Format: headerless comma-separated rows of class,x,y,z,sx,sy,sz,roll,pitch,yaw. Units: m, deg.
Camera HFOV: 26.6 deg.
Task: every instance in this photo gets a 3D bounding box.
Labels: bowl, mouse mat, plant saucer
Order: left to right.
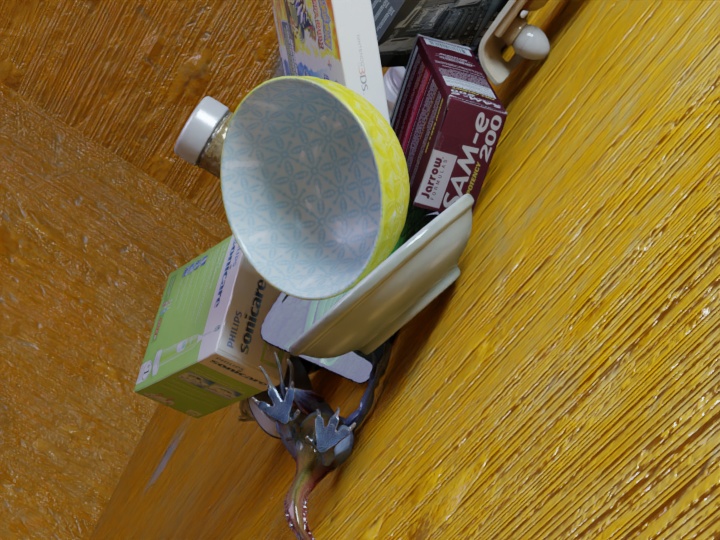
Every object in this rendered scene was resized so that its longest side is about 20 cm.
bowl,-0.022,-0.082,1.384,0.107,0.201,0.201,-16,-29,-47
mouse mat,0.000,0.000,1.446,0.160,0.008,0.201,19,76,43
plant saucer,0.029,0.018,1.267,0.200,0.050,0.200,-40,-2,-2

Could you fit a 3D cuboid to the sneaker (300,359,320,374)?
sneaker,-0.023,0.036,1.649,0.201,0.087,0.076,102,148,-45

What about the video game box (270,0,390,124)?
video game box,-0.031,-0.201,1.502,0.182,0.046,0.202,24,127,63

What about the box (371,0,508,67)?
box,0.092,-0.287,1.495,0.157,0.050,0.200,-9,-33,-42

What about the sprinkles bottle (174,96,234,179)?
sprinkles bottle,-0.089,-0.097,1.542,0.069,0.199,0.068,-58,3,5

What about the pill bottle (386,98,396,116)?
pill bottle,0.014,-0.116,1.652,0.199,0.111,0.111,-38,11,9

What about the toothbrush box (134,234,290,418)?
toothbrush box,-0.144,0.057,1.595,0.200,0.085,0.147,-29,42,54

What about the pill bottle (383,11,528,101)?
pill bottle,0.102,-0.265,1.778,0.200,0.110,0.111,-53,9,38

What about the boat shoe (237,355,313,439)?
boat shoe,-0.104,0.133,1.641,0.203,0.074,0.087,-115,37,-54

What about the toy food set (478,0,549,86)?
toy food set,0.197,-0.278,1.468,0.200,0.060,0.144,-53,-2,33

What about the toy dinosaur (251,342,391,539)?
toy dinosaur,-0.048,0.141,1.302,0.182,0.104,0.202,80,-155,-71

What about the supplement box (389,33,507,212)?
supplement box,0.078,-0.139,1.432,0.200,0.060,0.110,-102,28,-64
